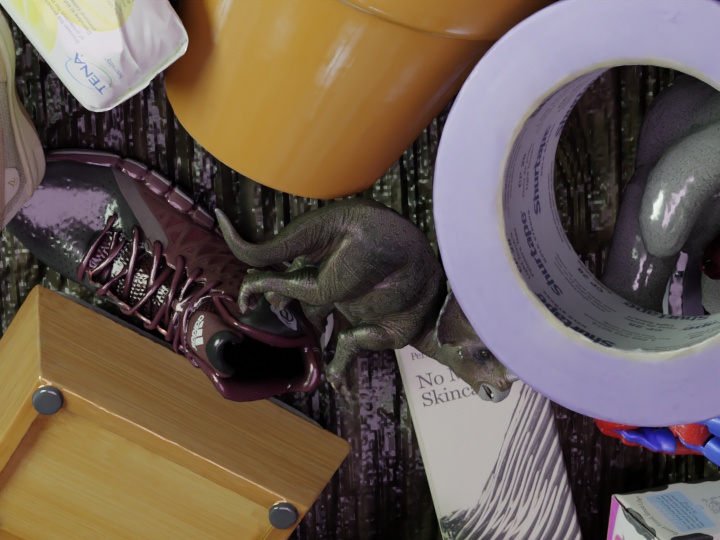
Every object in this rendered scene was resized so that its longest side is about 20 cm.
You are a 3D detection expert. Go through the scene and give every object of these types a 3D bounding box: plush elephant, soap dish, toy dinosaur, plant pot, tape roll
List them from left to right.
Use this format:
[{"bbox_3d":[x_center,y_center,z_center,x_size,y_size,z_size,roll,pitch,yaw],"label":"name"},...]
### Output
[{"bbox_3d":[-0.128,0.118,1.231,0.199,0.081,0.158,28,117,-16],"label":"soap dish"},{"bbox_3d":[-0.008,-0.144,1.108,0.199,0.201,0.184,21,123,-12],"label":"plant pot"},{"bbox_3d":[0.000,0.000,1.149,0.102,0.077,0.200,-35,126,17],"label":"toy dinosaur"},{"bbox_3d":[0.140,-0.035,1.036,0.198,0.085,0.202,4,102,21],"label":"tape roll"},{"bbox_3d":[0.225,-0.043,1.127,0.164,0.154,0.202,1,97,-52],"label":"plush elephant"}]

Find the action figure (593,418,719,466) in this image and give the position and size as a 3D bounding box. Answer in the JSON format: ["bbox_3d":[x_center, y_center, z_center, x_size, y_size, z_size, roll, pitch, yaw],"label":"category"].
[{"bbox_3d":[0.194,0.086,1.234,0.199,0.052,0.066,24,137,22],"label":"action figure"}]

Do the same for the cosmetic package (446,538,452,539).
[{"bbox_3d":[0.003,0.233,1.254,0.199,0.071,0.105,-26,123,35],"label":"cosmetic package"}]

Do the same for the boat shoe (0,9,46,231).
[{"bbox_3d":[-0.209,-0.085,1.096,0.072,0.065,0.201,10,144,18],"label":"boat shoe"}]

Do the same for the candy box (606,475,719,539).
[{"bbox_3d":[0.234,0.184,1.276,0.199,0.061,0.137,-7,116,-25],"label":"candy box"}]

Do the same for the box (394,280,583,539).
[{"bbox_3d":[0.075,0.107,1.264,0.082,0.068,0.201,-15,112,2],"label":"box"}]

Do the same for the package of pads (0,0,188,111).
[{"bbox_3d":[-0.169,-0.179,1.086,0.068,0.155,0.200,-37,110,-2],"label":"package of pads"}]

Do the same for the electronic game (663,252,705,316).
[{"bbox_3d":[0.253,0.011,1.256,0.198,0.042,0.202,1,107,2],"label":"electronic game"}]

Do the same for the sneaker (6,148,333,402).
[{"bbox_3d":[-0.099,0.007,1.186,0.199,0.116,0.076,25,107,-14],"label":"sneaker"}]
